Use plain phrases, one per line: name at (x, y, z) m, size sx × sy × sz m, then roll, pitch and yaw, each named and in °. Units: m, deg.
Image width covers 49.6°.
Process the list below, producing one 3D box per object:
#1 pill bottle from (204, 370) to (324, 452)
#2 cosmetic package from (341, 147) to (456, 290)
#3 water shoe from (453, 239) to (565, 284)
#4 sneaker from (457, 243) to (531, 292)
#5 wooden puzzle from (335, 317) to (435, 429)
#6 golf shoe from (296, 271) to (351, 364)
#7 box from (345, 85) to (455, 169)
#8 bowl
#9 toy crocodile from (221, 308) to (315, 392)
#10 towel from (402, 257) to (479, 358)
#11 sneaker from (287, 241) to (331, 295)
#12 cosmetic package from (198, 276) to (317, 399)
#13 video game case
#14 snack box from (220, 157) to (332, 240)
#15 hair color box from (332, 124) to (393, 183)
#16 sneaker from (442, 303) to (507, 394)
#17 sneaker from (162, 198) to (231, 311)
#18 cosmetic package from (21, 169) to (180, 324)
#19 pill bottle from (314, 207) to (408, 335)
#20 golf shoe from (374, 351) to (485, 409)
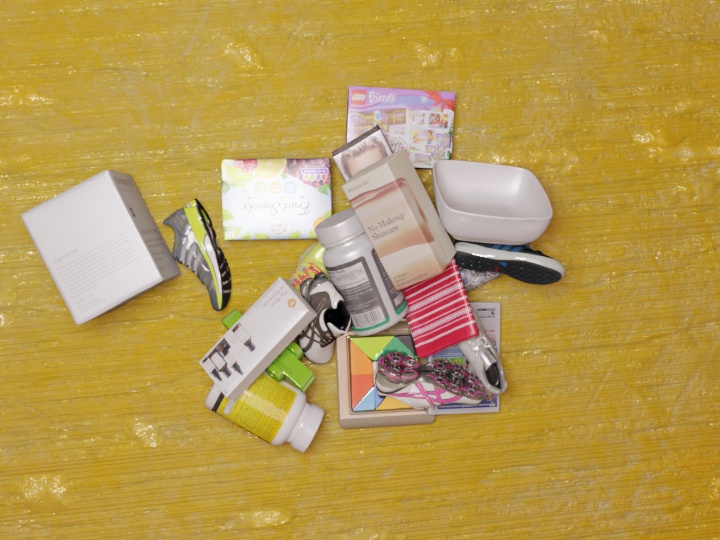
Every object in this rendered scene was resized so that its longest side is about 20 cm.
pill bottle at (-0.169, 0.239, 1.390) m, size 0.197 × 0.112 × 0.114 m, roll 30°, pitch 91°, yaw -4°
cosmetic package at (0.066, -0.085, 1.303) m, size 0.102 × 0.087 × 0.203 m, roll -23°, pitch 102°, yaw 32°
water shoe at (0.259, -0.036, 1.346) m, size 0.196 × 0.072 × 0.080 m, roll 13°, pitch 60°, yaw 10°
sneaker at (0.221, -0.013, 1.418) m, size 0.198 × 0.082 × 0.076 m, roll -32°, pitch 94°, yaw -2°
wooden puzzle at (0.046, 0.191, 1.440) m, size 0.180 × 0.037 × 0.205 m, roll -3°, pitch 93°, yaw -4°
golf shoe at (-0.061, 0.104, 1.361) m, size 0.077 × 0.094 × 0.203 m, roll -33°, pitch 139°, yaw -29°
box at (0.071, -0.258, 1.418) m, size 0.195 × 0.039 × 0.140 m, roll 3°, pitch 94°, yaw -3°
bowl at (0.219, -0.111, 1.342) m, size 0.195 × 0.201 × 0.076 m, roll 4°, pitch 122°, yaw -5°
toy crocodile at (-0.165, 0.141, 1.372) m, size 0.198 × 0.062 × 0.068 m, roll 35°, pitch 66°, yaw 4°
towel at (0.124, 0.042, 1.384) m, size 0.143 × 0.022 × 0.204 m, roll -25°, pitch 80°, yaw 40°
sneaker at (-0.100, 0.033, 1.396) m, size 0.077 × 0.090 × 0.202 m, roll 35°, pitch 89°, yaw -3°
cosmetic package at (-0.171, 0.113, 1.300) m, size 0.200 × 0.051 × 0.083 m, roll -47°, pitch 73°, yaw 2°
video game case at (0.191, 0.161, 1.443) m, size 0.140 × 0.018 × 0.205 m, roll 0°, pitch 91°, yaw -14°
snack box at (-0.149, -0.128, 1.403) m, size 0.195 × 0.053 × 0.146 m, roll -2°, pitch 94°, yaw -4°
hair color box at (0.037, -0.142, 1.385) m, size 0.099 × 0.061 × 0.202 m, roll -28°, pitch 106°, yaw 6°
sneaker at (0.210, 0.133, 1.394) m, size 0.074 × 0.087 × 0.202 m, roll -33°, pitch 97°, yaw -9°
sneaker at (-0.290, -0.021, 1.399) m, size 0.079 × 0.074 × 0.204 m, roll -20°, pitch 88°, yaw 7°
cosmetic package at (-0.436, -0.041, 1.332) m, size 0.164 × 0.167 × 0.203 m, roll -27°, pitch 95°, yaw -1°
pill bottle at (0.000, 0.000, 1.362) m, size 0.111 × 0.113 × 0.203 m, roll -23°, pitch 105°, yaw -2°
golf shoe at (0.123, 0.208, 1.392) m, size 0.195 × 0.073 × 0.094 m, roll 12°, pitch 125°, yaw 7°
